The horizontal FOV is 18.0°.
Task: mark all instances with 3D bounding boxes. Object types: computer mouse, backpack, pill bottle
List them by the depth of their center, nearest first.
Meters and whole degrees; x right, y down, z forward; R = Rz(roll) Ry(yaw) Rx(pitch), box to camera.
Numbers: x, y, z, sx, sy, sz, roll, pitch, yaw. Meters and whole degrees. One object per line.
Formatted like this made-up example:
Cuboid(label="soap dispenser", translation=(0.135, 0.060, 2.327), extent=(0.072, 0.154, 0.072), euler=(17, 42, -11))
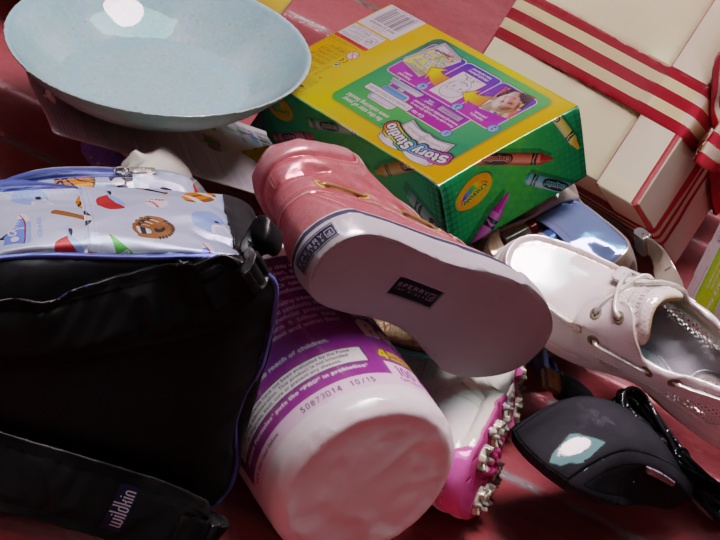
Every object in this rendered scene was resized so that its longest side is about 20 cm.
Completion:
Cuboid(label="backpack", translation=(-0.152, 0.033, 1.167), extent=(0.190, 0.200, 0.154), euler=(1, 29, -22))
Cuboid(label="pill bottle", translation=(-0.039, 0.057, 1.274), extent=(0.112, 0.112, 0.200), euler=(2, 34, -34))
Cuboid(label="computer mouse", translation=(0.149, 0.090, 1.371), extent=(0.200, 0.046, 0.140), euler=(17, 22, -47))

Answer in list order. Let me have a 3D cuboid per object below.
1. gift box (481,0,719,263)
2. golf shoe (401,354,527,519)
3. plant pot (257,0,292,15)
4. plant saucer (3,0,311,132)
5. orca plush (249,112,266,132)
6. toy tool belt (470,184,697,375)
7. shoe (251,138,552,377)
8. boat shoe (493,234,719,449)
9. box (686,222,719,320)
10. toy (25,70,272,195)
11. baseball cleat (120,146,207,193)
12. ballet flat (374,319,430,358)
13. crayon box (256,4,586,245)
Cuboid(label="gift box", translation=(0.206, -0.135, 1.645), extent=(0.187, 0.200, 0.185), euler=(33, 2, 22))
Cuboid(label="golf shoe", translation=(0.047, 0.085, 1.346), extent=(0.091, 0.075, 0.200), euler=(12, 21, 6))
Cuboid(label="plant pot", translation=(-0.134, -0.250, 1.684), extent=(0.189, 0.201, 0.201), euler=(35, 26, -9))
Cuboid(label="plant saucer", translation=(-0.133, -0.134, 1.488), extent=(0.201, 0.039, 0.201), euler=(6, 32, -4))
Cuboid(label="orca plush", translation=(0.023, -0.105, 1.650), extent=(0.200, 0.071, 0.105), euler=(17, 28, -10))
Cuboid(label="toy tool belt", translation=(0.113, 0.015, 1.483), extent=(0.123, 0.125, 0.200), euler=(-30, 47, -18))
Cuboid(label="shoe", translation=(0.025, -0.009, 1.263), extent=(0.200, 0.071, 0.091), euler=(24, 26, -45))
Cuboid(label="boat shoe", translation=(0.169, 0.030, 1.364), extent=(0.200, 0.069, 0.071), euler=(31, 63, 11))
Cuboid(label="box", translation=(0.302, 0.054, 1.526), extent=(0.101, 0.113, 0.200), euler=(11, 31, -19))
Cuboid(label="toy", translation=(-0.131, -0.077, 1.518), extent=(0.200, 0.047, 0.115), euler=(13, 25, -28))
Cuboid(label="baseball cleat", translation=(-0.137, -0.008, 1.366), extent=(0.106, 0.070, 0.200), euler=(41, 40, 0))
Cuboid(label="ballet flat", translation=(0.000, 0.000, 1.383), extent=(0.070, 0.065, 0.200), euler=(5, 10, -32))
Cuboid(label="crayon box", translation=(0.038, -0.096, 1.495), extent=(0.119, 0.058, 0.200), euler=(-30, 41, -25))
